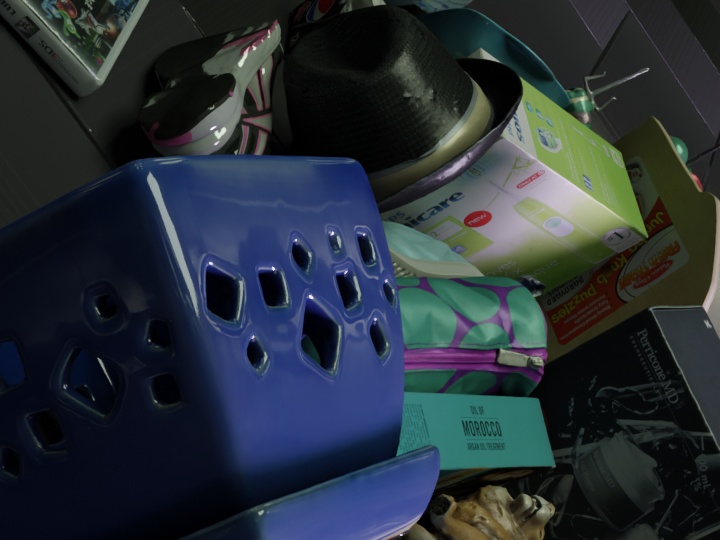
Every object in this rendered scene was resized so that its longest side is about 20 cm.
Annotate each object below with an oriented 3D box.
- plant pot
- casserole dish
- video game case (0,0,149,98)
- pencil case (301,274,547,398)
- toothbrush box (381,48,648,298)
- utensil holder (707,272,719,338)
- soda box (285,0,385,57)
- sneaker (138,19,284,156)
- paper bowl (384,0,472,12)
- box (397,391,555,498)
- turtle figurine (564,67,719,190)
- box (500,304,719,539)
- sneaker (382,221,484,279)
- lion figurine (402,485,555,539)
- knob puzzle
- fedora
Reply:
[{"bbox_3d":[-0.088,0.067,0.777,0.200,0.200,0.180,-7,74,-62],"label":"plant pot"},{"bbox_3d":[0.093,-0.158,1.384,0.121,0.039,0.200,42,-8,-16],"label":"casserole dish"},{"bbox_3d":[-0.203,-0.222,1.061,0.182,0.023,0.200,47,28,-21],"label":"video game case"},{"bbox_3d":[0.033,0.046,1.075,0.200,0.092,0.085,-1,107,-43],"label":"pencil case"},{"bbox_3d":[0.096,-0.058,1.266,0.200,0.145,0.086,30,39,-45],"label":"toothbrush box"},{"bbox_3d":[0.322,0.080,1.397,0.200,0.170,0.170,30,25,10],"label":"utensil holder"},{"bbox_3d":[0.031,-0.137,1.327,0.200,0.063,0.071,44,31,-29],"label":"soda box"},{"bbox_3d":[-0.090,-0.094,1.087,0.200,0.080,0.087,-67,145,-60],"label":"sneaker"},{"bbox_3d":[0.033,-0.310,1.461,0.201,0.104,0.201,41,31,-32],"label":"paper bowl"},{"bbox_3d":[0.038,0.112,1.059,0.200,0.082,0.049,9,63,-56],"label":"box"},{"bbox_3d":[0.204,-0.084,1.411,0.150,0.200,0.101,45,35,-30],"label":"turtle figurine"},{"bbox_3d":[0.184,0.151,1.159,0.104,0.182,0.200,1,61,-60],"label":"box"},{"bbox_3d":[0.000,0.000,1.149,0.200,0.074,0.082,17,19,-47],"label":"sneaker"},{"bbox_3d":[0.065,0.211,1.039,0.123,0.072,0.200,47,42,-39],"label":"lion figurine"},{"bbox_3d":[0.202,0.007,1.320,0.030,0.219,0.220,28,40,-47],"label":"knob puzzle"},{"bbox_3d":[0.008,-0.117,1.112,0.092,0.200,0.201,61,24,-26],"label":"fedora"}]
